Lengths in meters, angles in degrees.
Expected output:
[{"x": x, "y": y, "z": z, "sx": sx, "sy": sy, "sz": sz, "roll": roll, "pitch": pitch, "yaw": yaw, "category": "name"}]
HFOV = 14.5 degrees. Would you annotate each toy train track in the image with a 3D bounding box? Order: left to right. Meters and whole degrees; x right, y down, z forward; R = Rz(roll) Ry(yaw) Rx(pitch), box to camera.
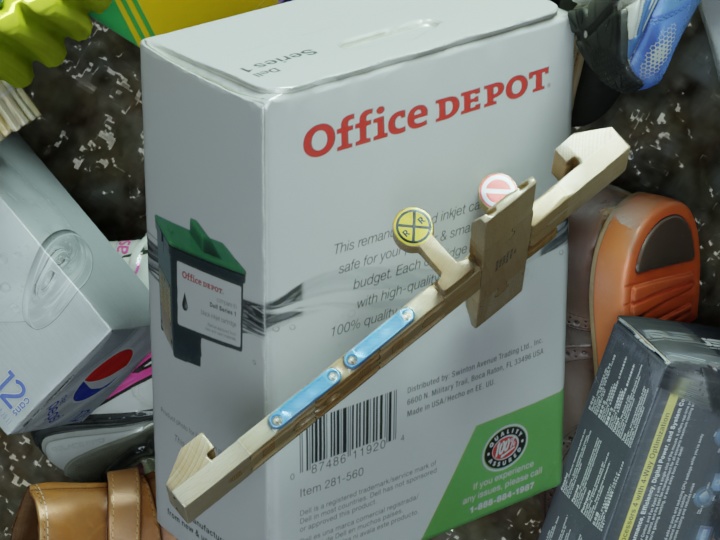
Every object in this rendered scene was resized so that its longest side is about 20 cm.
[{"x": 0.008, "y": 0.011, "z": 0.977, "sx": 0.200, "sy": 0.115, "sz": 0.033, "roll": -39, "pitch": 75, "yaw": -12, "category": "toy train track"}]

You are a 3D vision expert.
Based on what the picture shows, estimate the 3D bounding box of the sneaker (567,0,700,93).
[{"x": 0.147, "y": -0.145, "z": 1.010, "sx": 0.089, "sy": 0.079, "sz": 0.201, "roll": 34, "pitch": 80, "yaw": -14, "category": "sneaker"}]

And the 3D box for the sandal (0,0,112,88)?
[{"x": -0.180, "y": -0.088, "z": 1.011, "sx": 0.199, "sy": 0.080, "sz": 0.087, "roll": -25, "pitch": 78, "yaw": -8, "category": "sandal"}]

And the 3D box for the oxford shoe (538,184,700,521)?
[{"x": 0.093, "y": 0.055, "z": 1.163, "sx": 0.073, "sy": 0.071, "sz": 0.201, "roll": 20, "pitch": 118, "yaw": 34, "category": "oxford shoe"}]

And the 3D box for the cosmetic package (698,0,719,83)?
[{"x": 0.247, "y": -0.028, "z": 1.031, "sx": 0.198, "sy": 0.201, "sz": 0.123, "roll": -17, "pitch": 147, "yaw": 11, "category": "cosmetic package"}]

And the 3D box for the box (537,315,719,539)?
[{"x": 0.147, "y": 0.125, "z": 1.138, "sx": 0.160, "sy": 0.049, "sz": 0.201, "roll": 6, "pitch": 111, "yaw": -30, "category": "box"}]

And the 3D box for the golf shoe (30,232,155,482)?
[{"x": -0.062, "y": 0.013, "z": 1.153, "sx": 0.092, "sy": 0.073, "sz": 0.200, "roll": 44, "pitch": 106, "yaw": -5, "category": "golf shoe"}]

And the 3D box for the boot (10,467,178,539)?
[{"x": -0.073, "y": 0.163, "z": 1.153, "sx": 0.154, "sy": 0.077, "sz": 0.201, "roll": -3, "pitch": 124, "yaw": -24, "category": "boot"}]

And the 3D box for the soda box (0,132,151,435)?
[{"x": -0.166, "y": -0.030, "z": 1.125, "sx": 0.063, "sy": 0.068, "sz": 0.200, "roll": -44, "pitch": 77, "yaw": 15, "category": "soda box"}]

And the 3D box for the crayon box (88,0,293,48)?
[{"x": -0.028, "y": -0.166, "z": 1.056, "sx": 0.172, "sy": 0.058, "sz": 0.200, "roll": 31, "pitch": 119, "yaw": -32, "category": "crayon box"}]

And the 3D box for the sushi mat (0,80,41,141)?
[{"x": -0.215, "y": -0.116, "z": 1.071, "sx": 0.095, "sy": 0.012, "sz": 0.201, "roll": -35, "pitch": 93, "yaw": -12, "category": "sushi mat"}]

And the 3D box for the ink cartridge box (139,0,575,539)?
[{"x": 0.000, "y": 0.000, "z": 1.050, "sx": 0.146, "sy": 0.084, "sz": 0.201, "roll": -18, "pitch": 120, "yaw": -34, "category": "ink cartridge box"}]

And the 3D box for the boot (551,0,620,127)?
[{"x": 0.155, "y": -0.132, "z": 1.091, "sx": 0.138, "sy": 0.078, "sz": 0.201, "roll": 19, "pitch": 108, "yaw": -4, "category": "boot"}]
